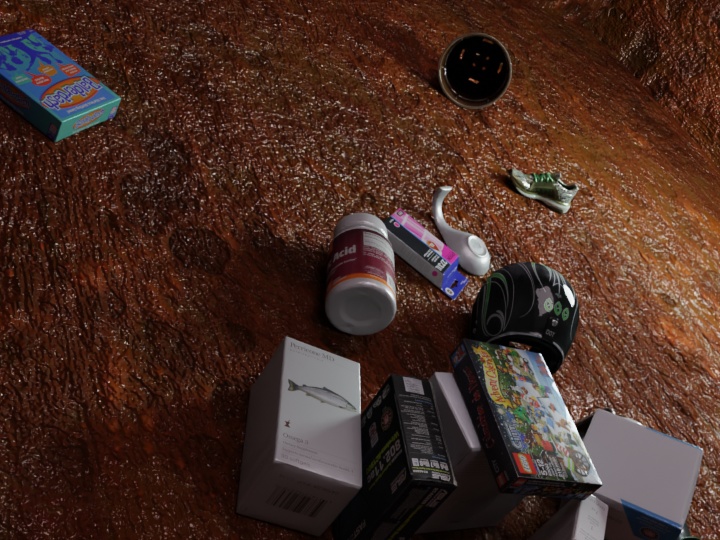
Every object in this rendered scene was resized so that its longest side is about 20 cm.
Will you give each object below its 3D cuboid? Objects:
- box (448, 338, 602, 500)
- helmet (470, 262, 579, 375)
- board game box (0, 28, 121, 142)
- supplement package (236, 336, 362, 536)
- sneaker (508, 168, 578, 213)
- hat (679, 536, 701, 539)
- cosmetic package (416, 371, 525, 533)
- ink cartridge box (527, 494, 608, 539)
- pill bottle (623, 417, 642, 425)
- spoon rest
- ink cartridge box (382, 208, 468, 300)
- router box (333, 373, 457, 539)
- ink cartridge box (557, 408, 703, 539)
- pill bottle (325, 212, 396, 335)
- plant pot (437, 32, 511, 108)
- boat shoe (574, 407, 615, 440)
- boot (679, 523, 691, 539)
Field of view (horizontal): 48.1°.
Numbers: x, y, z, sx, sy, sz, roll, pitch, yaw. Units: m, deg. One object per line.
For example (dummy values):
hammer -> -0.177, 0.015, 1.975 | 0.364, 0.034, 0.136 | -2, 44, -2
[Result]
box -> 0.200, 0.182, 0.996 | 0.136, 0.038, 0.201 | 13, 40, -30
helmet -> 0.294, 0.079, 1.444 | 0.199, 0.200, 0.192 | 25, 52, -14
board game box -> -0.518, -0.306, 1.315 | 0.200, 0.045, 0.152 | 38, 34, 2
supplement package -> -0.074, 0.206, 1.017 | 0.116, 0.118, 0.201 | 21, 36, -18
sneaker -> 0.463, -0.224, 2.028 | 0.199, 0.089, 0.077 | 21, 36, -19
hat -> 0.524, 0.466, 1.107 | 0.199, 0.176, 0.167 | -23, 99, -30
cosmetic package -> 0.144, 0.245, 1.085 | 0.198, 0.200, 0.123 | 8, 43, -35
ink cartridge box -> 0.214, 0.385, 0.977 | 0.045, 0.200, 0.176 | 35, 34, 5
pill bottle -> 0.404, 0.324, 1.293 | 0.114, 0.114, 0.200 | 42, 34, 10
spoon rest -> 0.203, -0.075, 1.665 | 0.099, 0.061, 0.201 | -7, 66, -44
ink cartridge box -> 0.125, -0.034, 1.556 | 0.200, 0.037, 0.095 | 41, 34, 5
router box -> 0.030, 0.248, 0.981 | 0.062, 0.200, 0.150 | 14, 38, -23
ink cartridge box -> 0.350, 0.327, 1.091 | 0.146, 0.201, 0.146 | 20, 41, 21
pill bottle -> 0.000, 0.000, 1.334 | 0.114, 0.114, 0.201 | 23, 35, -18
plant pot -> 0.329, -0.571, 2.257 | 0.200, 0.201, 0.198 | 35, 25, -1
boat shoe -> 0.311, 0.273, 1.238 | 0.072, 0.199, 0.060 | -148, -142, -77
boot -> 0.463, 0.424, 1.259 | 0.199, 0.073, 0.151 | 24, 37, -24
